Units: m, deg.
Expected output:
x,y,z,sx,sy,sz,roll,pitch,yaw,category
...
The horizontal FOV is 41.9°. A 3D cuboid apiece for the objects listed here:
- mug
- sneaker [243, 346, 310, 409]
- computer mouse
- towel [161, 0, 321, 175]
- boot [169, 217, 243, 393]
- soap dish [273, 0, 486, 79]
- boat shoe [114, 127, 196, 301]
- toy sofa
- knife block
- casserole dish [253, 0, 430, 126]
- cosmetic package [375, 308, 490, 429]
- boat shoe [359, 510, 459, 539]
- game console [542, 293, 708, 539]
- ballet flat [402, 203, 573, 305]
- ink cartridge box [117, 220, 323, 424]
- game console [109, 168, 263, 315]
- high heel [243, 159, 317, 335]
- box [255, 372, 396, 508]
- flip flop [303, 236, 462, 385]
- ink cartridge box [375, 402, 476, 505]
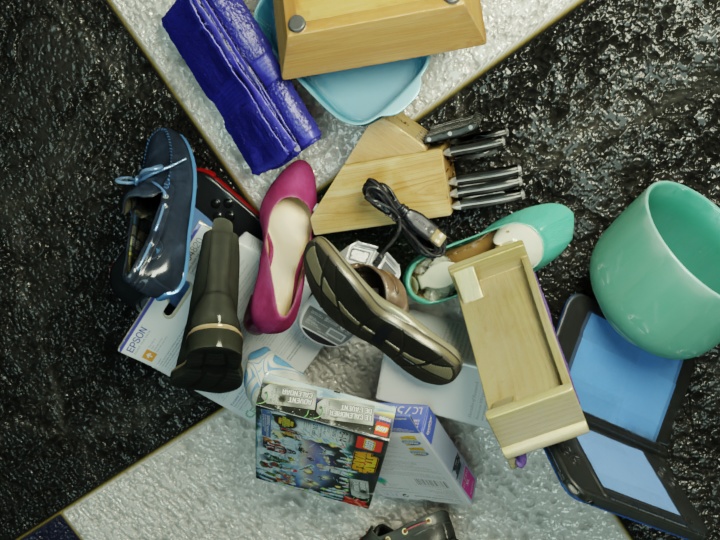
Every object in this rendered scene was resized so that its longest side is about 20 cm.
x,y,z,sx,sy,sz,roll,pitch,yaw,category
0.311,0.017,0.911,0.184,0.153,0.115,35,129,-5,mug
-0.073,0.154,1.069,0.071,0.073,0.201,-18,142,7,sneaker
0.000,0.000,0.989,0.109,0.044,0.200,30,121,-18,computer mouse
-0.130,-0.195,0.962,0.202,0.049,0.147,59,152,-8,towel
-0.156,0.046,1.004,0.076,0.141,0.200,7,157,-18,boot
0.010,-0.276,0.881,0.196,0.081,0.160,-8,78,6,soap dish
-0.216,-0.071,0.995,0.068,0.203,0.084,20,139,-39,boat shoe
0.149,0.078,0.891,0.082,0.202,0.098,-20,132,10,toy sofa
0.066,-0.082,0.983,0.175,0.064,0.201,35,113,1,knife block
-0.017,-0.226,0.936,0.121,0.039,0.200,-43,76,-1,casserole dish
0.125,0.112,1.016,0.197,0.102,0.072,14,112,9,cosmetic package
0.031,0.341,1.141,0.200,0.073,0.064,-26,65,30,boat shoe
0.270,0.144,0.917,0.198,0.172,0.119,23,116,-28,game console
0.133,-0.010,0.988,0.198,0.070,0.068,-22,96,19,ballet flat
-0.143,0.059,1.069,0.198,0.041,0.200,31,114,-17,ink cartridge box
-0.182,0.000,1.091,0.177,0.031,0.200,42,113,-2,game console
-0.073,-0.031,0.975,0.067,0.096,0.203,26,70,-19,high heel
-0.041,0.183,0.985,0.135,0.040,0.201,14,147,3,box
0.025,0.035,0.944,0.199,0.058,0.081,37,148,-1,flip flop
0.042,0.194,1.033,0.118,0.042,0.201,-2,144,29,ink cartridge box
